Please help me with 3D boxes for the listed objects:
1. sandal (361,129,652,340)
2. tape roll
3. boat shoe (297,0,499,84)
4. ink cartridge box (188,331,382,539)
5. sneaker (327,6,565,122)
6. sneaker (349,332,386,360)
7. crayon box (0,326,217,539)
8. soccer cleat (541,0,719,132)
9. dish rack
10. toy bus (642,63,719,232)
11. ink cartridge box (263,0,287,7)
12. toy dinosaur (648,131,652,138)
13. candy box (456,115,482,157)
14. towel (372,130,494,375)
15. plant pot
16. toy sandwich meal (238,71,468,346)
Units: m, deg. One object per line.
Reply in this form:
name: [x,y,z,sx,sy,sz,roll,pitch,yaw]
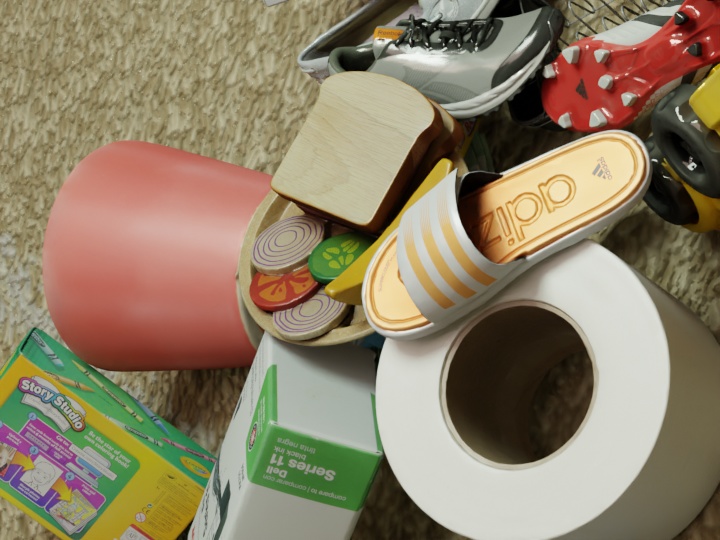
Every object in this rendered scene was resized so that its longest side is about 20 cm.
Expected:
sandal: [0.079,-0.034,1.017,0.206,0.059,0.079,-31,60,16]
tape roll: [0.129,0.086,1.073,0.202,0.139,0.204,-9,71,28]
boat shoe: [0.038,-0.198,1.256,0.202,0.065,0.075,-34,40,36]
ink cartridge box: [-0.058,0.162,1.160,0.147,0.083,0.201,-98,27,-64]
sneaker: [0.057,-0.152,1.192,0.199,0.079,0.074,-16,31,36]
sneaker: [0.000,0.000,1.241,0.201,0.087,0.075,-57,40,1]
crayon box: [-0.227,0.155,1.356,0.119,0.200,0.058,-49,10,17]
soccer cleat: [0.205,-0.146,1.109,0.200,0.085,0.069,-28,80,48]
dish rack: [0.191,-0.200,1.197,0.199,0.054,0.154,-27,60,32]
toy bus: [0.279,-0.051,1.009,0.136,0.200,0.192,-38,80,-11]
ink cartridge box: [0.004,-0.302,1.307,0.146,0.083,0.200,-11,27,39]
toy dinosaur: [0.141,-0.041,1.138,0.200,0.101,0.058,-34,75,35]
candy box: [0.033,-0.090,1.248,0.102,0.026,0.200,-10,38,34]
towel: [0.053,0.003,1.271,0.152,0.023,0.201,-29,58,33]
plant pot: [-0.125,-0.006,1.332,0.177,0.200,0.202,5,79,33]
toy sandwich meal: [-0.010,-0.043,1.138,0.204,0.070,0.206,-18,49,22]
